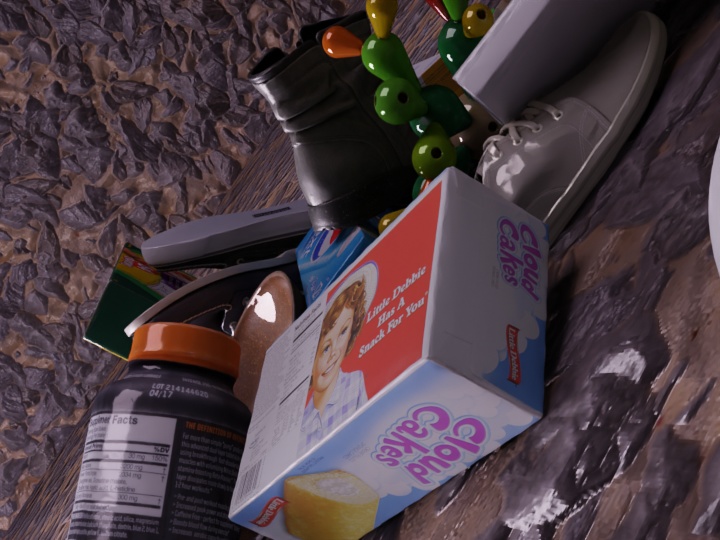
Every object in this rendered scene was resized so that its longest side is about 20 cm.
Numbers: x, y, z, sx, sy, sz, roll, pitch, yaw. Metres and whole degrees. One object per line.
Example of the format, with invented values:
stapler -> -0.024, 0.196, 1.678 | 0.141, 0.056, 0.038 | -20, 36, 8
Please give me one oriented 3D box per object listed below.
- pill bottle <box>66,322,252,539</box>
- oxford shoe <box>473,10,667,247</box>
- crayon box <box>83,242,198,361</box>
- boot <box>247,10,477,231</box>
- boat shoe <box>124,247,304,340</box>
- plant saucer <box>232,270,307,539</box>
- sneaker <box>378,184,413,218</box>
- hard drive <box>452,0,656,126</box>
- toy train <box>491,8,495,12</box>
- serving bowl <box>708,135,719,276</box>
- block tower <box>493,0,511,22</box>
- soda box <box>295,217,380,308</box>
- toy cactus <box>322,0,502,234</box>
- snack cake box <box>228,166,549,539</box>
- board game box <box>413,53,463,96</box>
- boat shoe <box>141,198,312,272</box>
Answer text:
pill bottle -> -0.122, 0.137, 0.727 | 0.106, 0.105, 0.203 | 148, 133, -62
oxford shoe -> 0.101, -0.066, 0.656 | 0.201, 0.057, 0.075 | -54, 10, 0
crayon box -> -0.149, 0.051, 1.047 | 0.059, 0.171, 0.200 | -62, 11, 6
boot -> 0.020, -0.122, 0.823 | 0.199, 0.133, 0.067 | -31, 18, -37
boat shoe -> -0.091, 0.033, 0.929 | 0.198, 0.063, 0.072 | -20, -10, -41
plant saucer -> -0.069, 0.103, 0.824 | 0.200, 0.036, 0.204 | -164, 89, -73
sneaker -> 0.007, -0.105, 0.929 | 0.083, 0.071, 0.199 | -46, -27, 3
hard drive -> 0.141, -0.167, 0.676 | 0.201, 0.026, 0.132 | -52, -23, 8
toy train -> 0.117, -0.166, 0.916 | 0.057, 0.041, 0.200 | -63, 10, 13
serving bowl -> 0.170, -0.062, 0.345 | 0.201, 0.065, 0.201 | -53, 12, 17
block tower -> 0.154, -0.222, 0.790 | 0.201, 0.053, 0.058 | -56, -7, -37
soda box -> 0.000, 0.000, 0.852 | 0.065, 0.067, 0.200 | -53, 12, 6
toy cactus -> 0.051, -0.092, 0.743 | 0.101, 0.164, 0.204 | 2, 92, 35
snack cake box -> 0.012, 0.056, 0.612 | 0.200, 0.067, 0.116 | -44, 26, 45
board game box -> 0.018, -0.140, 1.151 | 0.153, 0.040, 0.200 | -43, 11, -5
boat shoe -> -0.094, -0.021, 1.048 | 0.196, 0.058, 0.069 | -12, 17, -6
